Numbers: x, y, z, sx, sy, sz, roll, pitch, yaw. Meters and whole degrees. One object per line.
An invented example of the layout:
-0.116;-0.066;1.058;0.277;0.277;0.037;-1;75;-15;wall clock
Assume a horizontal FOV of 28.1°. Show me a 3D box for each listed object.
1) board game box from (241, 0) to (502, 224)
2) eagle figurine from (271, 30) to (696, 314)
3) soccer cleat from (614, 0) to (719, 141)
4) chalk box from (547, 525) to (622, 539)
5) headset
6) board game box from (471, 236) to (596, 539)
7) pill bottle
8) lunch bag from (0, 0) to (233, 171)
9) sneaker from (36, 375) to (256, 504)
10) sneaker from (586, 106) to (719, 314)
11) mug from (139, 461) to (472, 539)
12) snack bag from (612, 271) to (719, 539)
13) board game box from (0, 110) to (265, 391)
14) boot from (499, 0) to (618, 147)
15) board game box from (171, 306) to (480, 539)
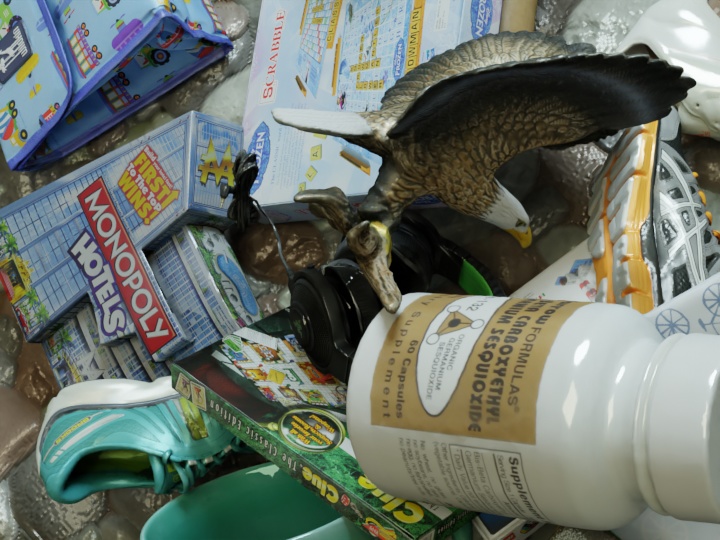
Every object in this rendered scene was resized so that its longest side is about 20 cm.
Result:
0.004;-0.137;0.968;0.199;0.041;0.201;-3;74;44;board game box
0.067;-0.075;0.808;0.200;0.151;0.152;-44;58;5;eagle figurine
0.247;-0.100;0.909;0.078;0.069;0.200;-40;60;-6;soccer cleat
0.147;0.248;0.765;0.200;0.124;0.124;40;69;18;chalk box
0.000;0.000;0.890;0.200;0.094;0.123;29;48;20;headset
0.127;0.068;0.900;0.200;0.035;0.126;-36;60;-2;board game box
0.102;0.072;0.739;0.199;0.114;0.115;3;76;37;pill bottle
-0.220;-0.178;1.080;0.200;0.094;0.151;-35;69;19;lunch bag
-0.110;0.113;0.933;0.199;0.078;0.080;-11;38;1;sneaker
0.184;-0.016;0.870;0.077;0.078;0.201;11;61;-8;sneaker
-0.036;0.194;0.868;0.185;0.152;0.115;-2;106;44;mug
0.193;0.103;0.784;0.200;0.021;0.189;-31;94;34;snack bag
-0.146;-0.005;0.987;0.200;0.062;0.200;-37;67;23;board game box
0.108;-0.184;0.953;0.175;0.066;0.201;-2;74;42;boot
-0.010;0.092;0.866;0.200;0.105;0.024;32;127;32;board game box
